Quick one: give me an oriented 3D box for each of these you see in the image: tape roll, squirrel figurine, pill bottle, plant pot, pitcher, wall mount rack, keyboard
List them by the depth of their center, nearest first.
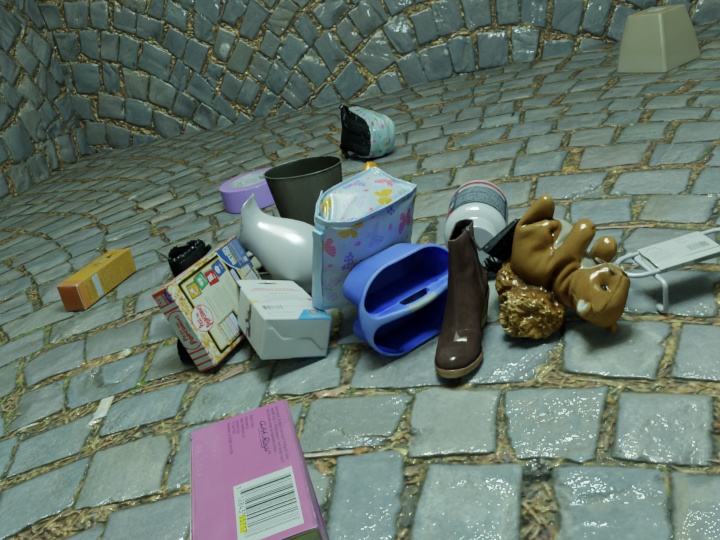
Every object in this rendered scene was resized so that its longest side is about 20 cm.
[{"bbox_3d":[0.290,0.025,1.002,0.200,0.140,0.188,-46,45,17],"label":"squirrel figurine"},{"bbox_3d":[0.462,-0.011,1.040,0.194,0.076,0.175,-15,26,-2],"label":"wall mount rack"},{"bbox_3d":[0.256,-0.020,1.115,0.104,0.040,0.198,-43,-28,20],"label":"keyboard"},{"bbox_3d":[0.212,-0.077,1.270,0.116,0.123,0.201,-7,23,16],"label":"pill bottle"},{"bbox_3d":[-0.154,-0.023,1.307,0.196,0.174,0.122,28,28,-6],"label":"pitcher"},{"bbox_3d":[-0.307,-0.235,2.018,0.194,0.067,0.201,-12,24,5],"label":"tape roll"},{"bbox_3d":[0.996,-0.783,2.336,0.197,0.182,0.198,-25,25,-24],"label":"plant pot"}]

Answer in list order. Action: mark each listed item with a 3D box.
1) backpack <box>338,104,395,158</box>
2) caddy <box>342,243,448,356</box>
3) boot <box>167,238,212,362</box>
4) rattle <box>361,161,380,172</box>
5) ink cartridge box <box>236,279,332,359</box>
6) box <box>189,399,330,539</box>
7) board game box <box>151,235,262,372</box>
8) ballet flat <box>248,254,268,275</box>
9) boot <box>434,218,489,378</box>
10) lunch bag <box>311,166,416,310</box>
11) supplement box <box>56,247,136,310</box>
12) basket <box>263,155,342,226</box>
[{"bbox_3d":[0.018,-0.428,2.153,0.124,0.171,0.199,-18,28,-23],"label":"backpack"},{"bbox_3d":[0.069,0.041,1.062,0.197,0.145,0.104,-27,21,-27],"label":"caddy"},{"bbox_3d":[-0.298,0.046,1.238,0.071,0.167,0.199,-11,22,11],"label":"boot"},{"bbox_3d":[0.050,-0.140,1.499,0.126,0.147,0.201,8,19,4],"label":"rattle"},{"bbox_3d":[-0.135,0.077,1.154,0.112,0.070,0.200,2,16,-24],"label":"ink cartridge box"},{"bbox_3d":[-0.069,0.251,0.584,0.094,0.205,0.176,-16,22,-8],"label":"box"},{"bbox_3d":[-0.245,0.052,1.202,0.046,0.154,0.200,-22,14,35],"label":"board game box"},{"bbox_3d":[-0.162,-0.025,1.401,0.196,0.071,0.071,-18,-7,32],"label":"ballet flat"},{"bbox_3d":[0.137,0.036,0.993,0.070,0.171,0.200,-3,25,24],"label":"boot"},{"bbox_3d":[-0.010,-0.051,1.128,0.125,0.173,0.199,26,42,31],"label":"lunch bag"},{"bbox_3d":[-0.611,0.017,1.624,0.065,0.071,0.201,-3,27,23],"label":"supplement box"},{"bbox_3d":[-0.099,-0.118,1.446,0.176,0.205,0.136,1,26,30],"label":"basket"}]
